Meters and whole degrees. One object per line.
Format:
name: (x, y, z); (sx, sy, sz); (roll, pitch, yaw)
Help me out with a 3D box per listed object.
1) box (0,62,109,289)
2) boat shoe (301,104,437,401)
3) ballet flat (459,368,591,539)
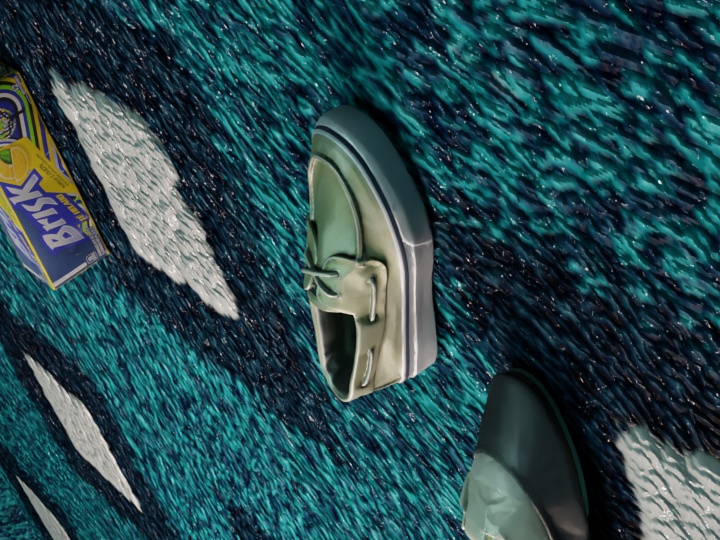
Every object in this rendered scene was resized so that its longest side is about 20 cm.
box: (-0.299, -0.085, 1.410); (0.070, 0.064, 0.200); (29, 148, 50)
boat shoe: (0.000, 0.000, 0.879); (0.072, 0.062, 0.200); (37, 152, 39)
ballet flat: (0.095, 0.147, 0.892); (0.073, 0.073, 0.200); (30, 148, 48)
